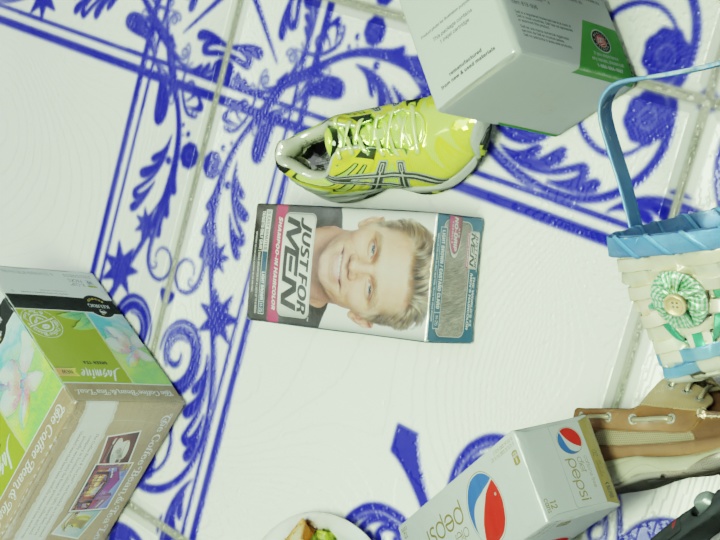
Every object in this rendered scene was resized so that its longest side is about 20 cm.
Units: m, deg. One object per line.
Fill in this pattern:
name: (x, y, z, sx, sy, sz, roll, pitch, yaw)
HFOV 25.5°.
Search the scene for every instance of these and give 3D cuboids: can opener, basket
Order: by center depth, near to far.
basket: (0.244, -0.037, 0.998, 0.176, 0.139, 0.202, -12, 88, 42)
can opener: (0.223, 0.180, 1.034, 0.064, 0.078, 0.200, 52, 140, 4)

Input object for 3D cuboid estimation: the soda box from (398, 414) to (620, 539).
soda box: (0.100, 0.173, 1.118, 0.200, 0.063, 0.069, -52, 52, 55)

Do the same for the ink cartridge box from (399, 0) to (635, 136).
ink cartridge box: (0.097, -0.210, 1.146, 0.083, 0.146, 0.201, -33, 64, 37)

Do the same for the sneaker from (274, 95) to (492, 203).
sneaker: (0.017, -0.095, 1.256, 0.199, 0.076, 0.076, -18, 73, 39)

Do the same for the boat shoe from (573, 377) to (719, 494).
boat shoe: (0.216, 0.103, 1.059, 0.199, 0.075, 0.072, -18, 72, 39)

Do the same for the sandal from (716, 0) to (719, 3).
sandal: (0.217, -0.262, 1.098, 0.079, 0.059, 0.207, -50, 56, 27)

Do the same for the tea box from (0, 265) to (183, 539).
tea box: (-0.299, 0.135, 1.488, 0.197, 0.133, 0.201, 47, 116, 34)

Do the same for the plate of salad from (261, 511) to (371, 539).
plate of salad: (-0.041, 0.298, 1.294, 0.199, 0.048, 0.202, -5, 83, 42)

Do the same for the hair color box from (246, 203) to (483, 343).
hair color box: (0.000, 0.000, 1.274, 0.199, 0.060, 0.101, 5, 90, 42)
